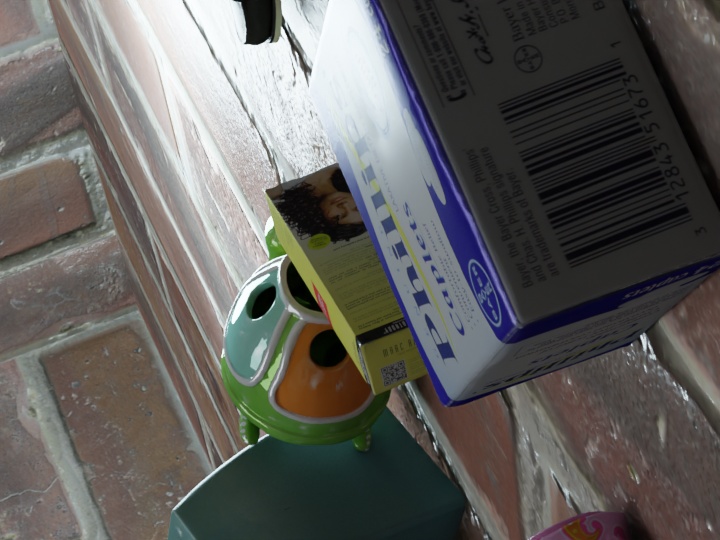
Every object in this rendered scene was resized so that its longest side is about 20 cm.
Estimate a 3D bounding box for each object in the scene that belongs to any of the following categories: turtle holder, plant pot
[{"bbox_3d":[-0.033,0.042,1.522,0.186,0.140,0.132,-66,-10,-46],"label":"turtle holder"},{"bbox_3d":[-0.048,0.214,1.535,0.141,0.199,0.142,48,143,34],"label":"plant pot"}]

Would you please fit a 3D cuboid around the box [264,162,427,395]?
[{"bbox_3d":[0.000,0.000,1.371,0.200,0.075,0.050,-125,17,-48],"label":"box"}]

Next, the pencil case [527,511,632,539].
[{"bbox_3d":[0.148,0.233,1.057,0.088,0.087,0.200,92,155,-65],"label":"pencil case"}]

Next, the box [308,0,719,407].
[{"bbox_3d":[0.063,-0.050,0.880,0.200,0.105,0.184,111,138,-75],"label":"box"}]

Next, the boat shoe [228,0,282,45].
[{"bbox_3d":[-0.099,-0.241,1.436,0.074,0.063,0.202,59,167,35],"label":"boat shoe"}]
